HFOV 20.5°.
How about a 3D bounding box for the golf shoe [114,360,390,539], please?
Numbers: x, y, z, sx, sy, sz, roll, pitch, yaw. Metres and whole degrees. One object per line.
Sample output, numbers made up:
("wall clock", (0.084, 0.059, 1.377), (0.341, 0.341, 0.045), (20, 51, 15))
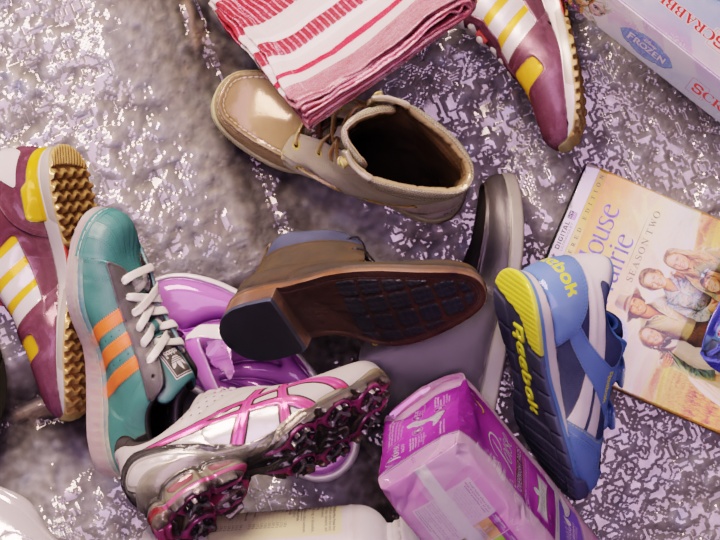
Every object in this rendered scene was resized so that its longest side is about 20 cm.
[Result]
("golf shoe", (-0.073, 0.104, 1.366), (0.200, 0.073, 0.092), (-26, 56, -21))

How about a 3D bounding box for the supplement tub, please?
("supplement tub", (-0.048, 0.239, 1.385), (0.199, 0.145, 0.145), (-4, 86, 1))

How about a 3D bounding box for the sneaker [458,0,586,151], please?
("sneaker", (0.106, -0.177, 1.441), (0.090, 0.075, 0.201), (-13, 79, 8))

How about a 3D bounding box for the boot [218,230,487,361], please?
("boot", (0.000, 0.000, 1.396), (0.199, 0.097, 0.075), (-8, 128, 24))

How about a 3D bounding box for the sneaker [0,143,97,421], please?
("sneaker", (-0.236, 0.010, 1.448), (0.090, 0.075, 0.201), (-4, 91, 24))

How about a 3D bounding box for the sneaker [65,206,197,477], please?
("sneaker", (-0.153, 0.053, 1.414), (0.080, 0.071, 0.201), (2, 106, 30))

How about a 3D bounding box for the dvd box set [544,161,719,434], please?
("dvd box set", (0.227, 0.026, 1.448), (0.200, 0.029, 0.147), (24, 87, 2))

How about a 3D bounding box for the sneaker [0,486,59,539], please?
("sneaker", (-0.245, 0.220, 1.408), (0.200, 0.100, 0.075), (29, 121, 8))

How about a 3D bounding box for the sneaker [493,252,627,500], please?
("sneaker", (0.152, 0.075, 1.393), (0.082, 0.074, 0.200), (-25, 127, -20))

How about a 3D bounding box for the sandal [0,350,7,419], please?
("sandal", (-0.318, 0.037, 1.447), (0.057, 0.080, 0.201), (-32, 79, 16))

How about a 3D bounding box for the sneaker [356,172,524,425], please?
("sneaker", (0.056, 0.023, 1.430), (0.106, 0.075, 0.201), (10, 88, -1))

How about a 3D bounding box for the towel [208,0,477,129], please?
("towel", (-0.019, -0.189, 1.404), (0.144, 0.200, 0.023), (-35, 129, -2))

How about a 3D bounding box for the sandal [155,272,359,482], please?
("sandal", (-0.081, 0.071, 1.443), (0.202, 0.050, 0.083), (38, 86, 5))

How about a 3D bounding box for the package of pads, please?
("package of pads", (0.097, 0.176, 1.370), (0.076, 0.121, 0.200), (-34, 107, 16))

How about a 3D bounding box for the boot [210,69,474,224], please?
("boot", (-0.014, -0.096, 1.399), (0.200, 0.155, 0.072), (25, 87, 1))

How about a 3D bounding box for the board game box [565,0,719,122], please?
("board game box", (0.271, -0.208, 1.417), (0.200, 0.041, 0.200), (39, 62, 4))

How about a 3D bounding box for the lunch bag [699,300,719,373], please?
("lunch bag", (0.333, 0.025, 1.395), (0.150, 0.094, 0.200), (30, 96, -30))
